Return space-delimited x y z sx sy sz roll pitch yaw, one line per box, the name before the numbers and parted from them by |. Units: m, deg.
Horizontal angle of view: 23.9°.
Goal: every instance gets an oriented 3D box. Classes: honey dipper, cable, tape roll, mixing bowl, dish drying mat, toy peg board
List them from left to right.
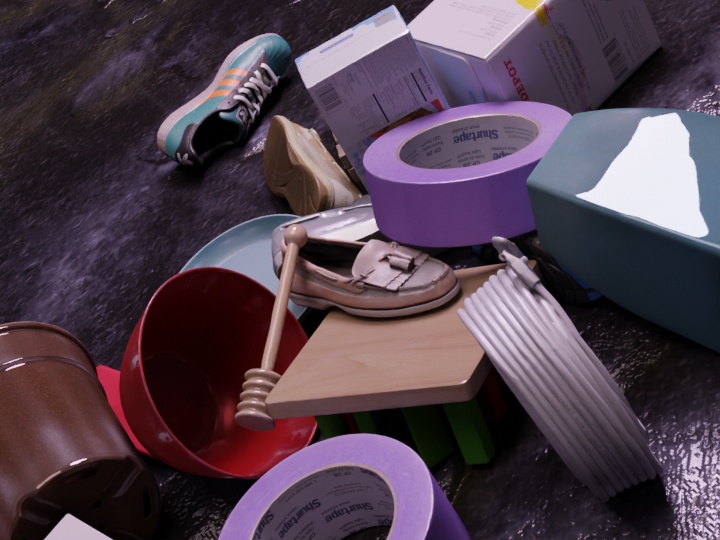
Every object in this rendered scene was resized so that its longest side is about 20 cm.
dish drying mat | -0.222 0.144 1.697 0.200 0.018 0.077 13 56 45
mixing bowl | -0.146 0.109 1.563 0.108 0.200 0.200 -30 29 43
honey dipper | -0.074 0.047 1.538 0.038 0.038 0.201 -5 60 32
tape roll | -0.014 0.236 1.384 0.199 0.085 0.200 -20 39 16
toy peg board | 0.053 0.093 1.515 0.199 0.098 0.199 -8 27 29
tape roll | 0.106 -0.092 1.584 0.199 0.066 0.200 -11 23 4
cable | 0.157 0.089 1.336 0.069 0.200 0.200 -35 59 3

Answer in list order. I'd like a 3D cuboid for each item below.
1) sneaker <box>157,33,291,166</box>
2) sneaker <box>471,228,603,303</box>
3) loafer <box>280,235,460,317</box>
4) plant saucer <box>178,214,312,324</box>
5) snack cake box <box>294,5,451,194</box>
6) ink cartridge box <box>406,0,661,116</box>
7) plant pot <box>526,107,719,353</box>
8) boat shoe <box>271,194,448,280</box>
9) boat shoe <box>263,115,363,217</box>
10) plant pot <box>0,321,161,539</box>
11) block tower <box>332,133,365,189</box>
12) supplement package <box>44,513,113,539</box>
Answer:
sneaker | -0.144 -0.194 1.999 0.200 0.071 0.080 -46 43 -11
sneaker | 0.171 -0.036 1.577 0.082 0.073 0.200 -37 38 -15
loafer | 0.000 0.000 1.558 0.200 0.063 0.072 1 32 43
plant saucer | -0.116 0.026 1.741 0.200 0.027 0.201 -20 42 19
snack cake box | 0.033 -0.147 1.697 0.115 0.200 0.067 -28 34 4
ink cartridge box | 0.173 -0.235 1.744 0.200 0.147 0.146 -44 38 -17
plant pot | 0.250 -0.048 1.435 0.200 0.141 0.141 20 59 30
boat shoe | 0.007 -0.044 1.673 0.200 0.070 0.072 -15 51 -2
boat shoe | -0.053 -0.107 1.839 0.063 0.073 0.201 6 22 -24
plant pot | -0.293 0.183 1.571 0.200 0.200 0.198 -38 45 -9
block tower | -0.001 -0.159 1.845 0.058 0.054 0.200 -28 30 10
supplement package | -0.197 0.307 1.401 0.200 0.120 0.121 18 60 47
